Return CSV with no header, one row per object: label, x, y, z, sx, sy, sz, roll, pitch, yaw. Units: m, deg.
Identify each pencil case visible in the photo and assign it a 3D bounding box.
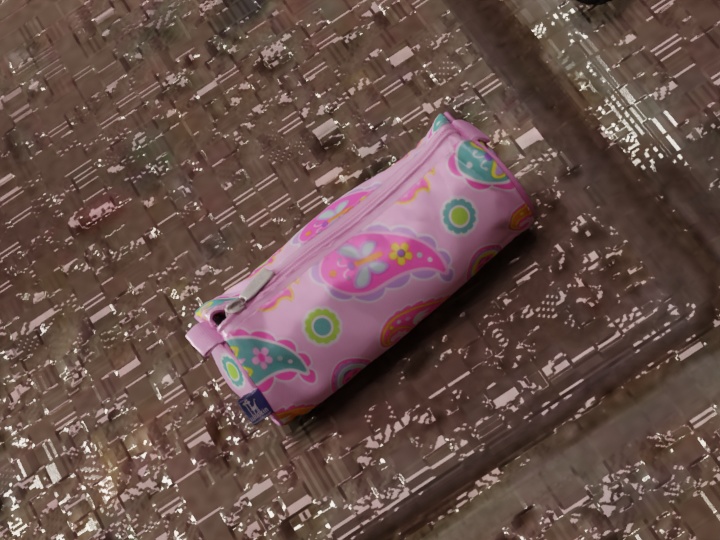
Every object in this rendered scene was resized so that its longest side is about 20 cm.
pencil case,0.000,0.000,1.311,0.200,0.087,0.087,-38,50,-5

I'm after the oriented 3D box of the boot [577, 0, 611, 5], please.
boot,0.139,-0.244,1.437,0.131,0.068,0.200,17,59,38
